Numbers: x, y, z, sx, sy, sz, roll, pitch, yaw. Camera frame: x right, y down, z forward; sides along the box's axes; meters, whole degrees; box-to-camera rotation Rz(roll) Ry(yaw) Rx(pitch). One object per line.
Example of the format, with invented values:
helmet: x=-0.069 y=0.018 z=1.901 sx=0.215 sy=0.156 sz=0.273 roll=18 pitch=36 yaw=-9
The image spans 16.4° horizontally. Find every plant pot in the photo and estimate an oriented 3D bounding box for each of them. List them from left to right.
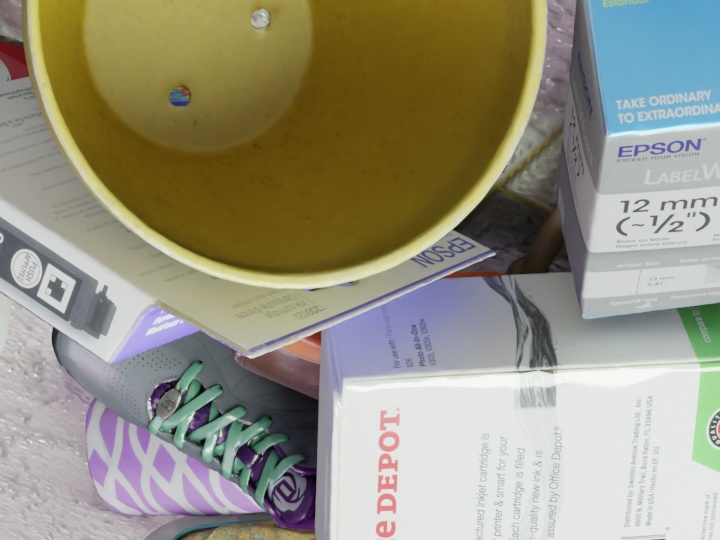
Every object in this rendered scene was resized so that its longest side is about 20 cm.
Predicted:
plant pot: x=-0.045 y=-0.096 z=0.976 sx=0.199 sy=0.201 sz=0.142 roll=27 pitch=173 yaw=-18

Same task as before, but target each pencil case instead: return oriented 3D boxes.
pencil case: x=-0.060 y=0.090 z=1.370 sx=0.199 sy=0.084 sz=0.085 roll=-6 pitch=178 yaw=38

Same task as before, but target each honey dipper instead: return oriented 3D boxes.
honey dipper: x=0.099 y=-0.035 z=1.126 sx=0.038 sy=0.038 sz=0.200 roll=18 pitch=151 yaw=-1

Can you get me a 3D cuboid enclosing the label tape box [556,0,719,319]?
label tape box: x=0.156 y=-0.063 z=0.979 sx=0.142 sy=0.066 sz=0.200 roll=-6 pitch=151 yaw=-3

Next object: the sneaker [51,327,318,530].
sneaker: x=-0.052 y=0.072 z=1.183 sx=0.199 sy=0.088 sz=0.075 roll=27 pitch=109 yaw=-19

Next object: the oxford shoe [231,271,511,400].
oxford shoe: x=0.035 y=0.042 z=1.176 sx=0.199 sy=0.072 sz=0.073 roll=18 pitch=145 yaw=-19

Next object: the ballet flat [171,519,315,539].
ballet flat: x=-0.010 y=0.162 z=1.382 sx=0.199 sy=0.071 sz=0.071 roll=-9 pitch=158 yaw=-23

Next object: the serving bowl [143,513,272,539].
serving bowl: x=-0.042 y=0.188 z=1.482 sx=0.199 sy=0.066 sz=0.200 roll=17 pitch=-176 yaw=-1

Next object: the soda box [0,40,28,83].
soda box: x=-0.159 y=-0.061 z=1.184 sx=0.199 sy=0.064 sz=0.070 roll=17 pitch=150 yaw=-2

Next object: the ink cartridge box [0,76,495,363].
ink cartridge box: x=-0.074 y=-0.020 z=1.038 sx=0.199 sy=0.198 sz=0.044 roll=31 pitch=116 yaw=23

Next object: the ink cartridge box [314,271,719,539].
ink cartridge box: x=0.080 y=0.080 z=1.101 sx=0.199 sy=0.084 sz=0.147 roll=-2 pitch=123 yaw=-7

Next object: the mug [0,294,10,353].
mug: x=-0.237 y=-0.012 z=1.143 sx=0.149 sy=0.187 sz=0.153 roll=-24 pitch=151 yaw=4
